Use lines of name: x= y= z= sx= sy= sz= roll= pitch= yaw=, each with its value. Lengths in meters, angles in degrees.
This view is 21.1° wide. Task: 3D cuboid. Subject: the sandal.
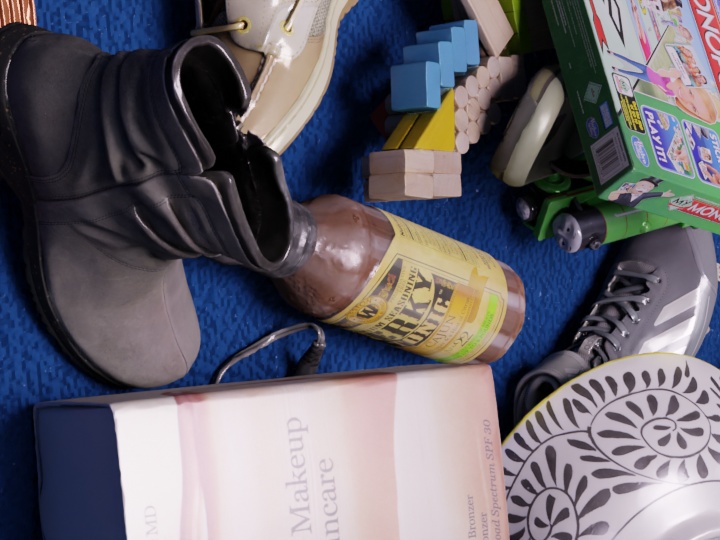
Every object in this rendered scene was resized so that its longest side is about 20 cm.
sandal: x=0.129 y=-0.081 z=1.041 sx=0.201 sy=0.057 sz=0.080 roll=-38 pitch=149 yaw=-57

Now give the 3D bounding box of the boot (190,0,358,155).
boot: x=-0.070 y=-0.148 z=0.877 sx=0.155 sy=0.072 sz=0.200 roll=47 pitch=57 yaw=-38

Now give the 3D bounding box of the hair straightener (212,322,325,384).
hair straightener: x=-0.053 y=0.120 z=0.938 sx=0.077 sy=0.041 sz=0.201 roll=22 pitch=78 yaw=-45

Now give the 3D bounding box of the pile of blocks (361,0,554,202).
pile of blocks: x=0.041 y=-0.107 z=1.001 sx=0.200 sy=0.062 sz=0.082 roll=-53 pitch=126 yaw=-39

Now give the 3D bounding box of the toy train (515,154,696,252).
toy train: x=0.178 y=-0.048 z=1.117 sx=0.200 sy=0.056 sz=0.042 roll=-16 pitch=139 yaw=-30

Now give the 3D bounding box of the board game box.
board game box: x=0.154 y=-0.115 z=1.015 sx=0.134 sy=0.029 sz=0.200 roll=13 pitch=53 yaw=-38

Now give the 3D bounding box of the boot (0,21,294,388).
boot: x=-0.082 y=-0.014 z=0.821 sx=0.068 sy=0.130 sz=0.200 roll=-49 pitch=136 yaw=-33

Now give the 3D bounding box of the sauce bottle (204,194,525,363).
sauce bottle: x=0.000 y=0.000 z=0.967 sx=0.200 sy=0.065 sz=0.065 roll=19 pitch=81 yaw=-43

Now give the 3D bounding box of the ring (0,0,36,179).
ring: x=-0.209 y=-0.095 z=0.777 sx=0.200 sy=0.019 sz=0.201 roll=-4 pitch=96 yaw=-46

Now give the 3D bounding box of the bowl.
bowl: x=0.163 y=0.155 z=1.069 sx=0.200 sy=0.094 sz=0.201 roll=-13 pitch=120 yaw=-24

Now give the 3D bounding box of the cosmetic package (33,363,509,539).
cosmetic package: x=-0.038 y=0.100 z=0.883 sx=0.200 sy=0.087 sz=0.104 roll=-6 pitch=89 yaw=-33

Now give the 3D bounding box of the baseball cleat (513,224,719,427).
baseball cleat: x=0.148 y=0.044 z=1.115 sx=0.106 sy=0.070 sz=0.201 roll=24 pitch=76 yaw=-44
